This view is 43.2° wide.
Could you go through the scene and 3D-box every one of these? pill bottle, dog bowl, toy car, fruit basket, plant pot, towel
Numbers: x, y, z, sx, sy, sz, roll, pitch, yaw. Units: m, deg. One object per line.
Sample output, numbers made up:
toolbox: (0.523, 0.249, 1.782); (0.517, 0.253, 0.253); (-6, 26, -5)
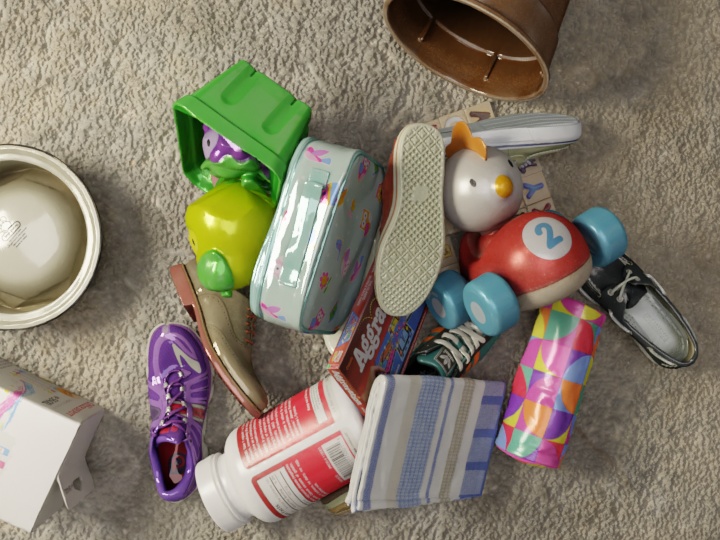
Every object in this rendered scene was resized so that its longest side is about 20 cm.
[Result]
pill bottle: (-0.077, 0.205, 1.008); (0.198, 0.112, 0.113); (-29, 91, 5)
dog bowl: (-0.381, -0.035, 1.017); (0.197, 0.074, 0.204); (0, 90, -3)
toy car: (0.146, -0.064, 0.969); (0.183, 0.176, 0.202); (-29, 102, -19)
fruit basket: (-0.139, -0.085, 0.962); (0.155, 0.216, 0.217); (35, 88, 3)
plant pot: (0.154, -0.327, 1.001); (0.198, 0.200, 0.200); (27, 80, -3)
towel: (0.075, 0.185, 0.986); (0.198, 0.024, 0.149); (7, 98, -40)

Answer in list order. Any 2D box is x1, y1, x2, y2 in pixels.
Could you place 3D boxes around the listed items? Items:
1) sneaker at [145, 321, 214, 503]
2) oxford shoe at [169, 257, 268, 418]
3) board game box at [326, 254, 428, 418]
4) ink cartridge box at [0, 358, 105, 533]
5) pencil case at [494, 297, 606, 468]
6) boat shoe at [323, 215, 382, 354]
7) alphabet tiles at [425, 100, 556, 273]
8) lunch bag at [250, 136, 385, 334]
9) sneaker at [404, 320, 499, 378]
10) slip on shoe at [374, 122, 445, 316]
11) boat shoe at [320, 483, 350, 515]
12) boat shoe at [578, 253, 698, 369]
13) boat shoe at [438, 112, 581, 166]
sneaker: (-0.204, 0.159, 1.021); (0.079, 0.083, 0.203); (-4, 89, -4)
oxford shoe: (-0.143, 0.066, 1.014); (0.074, 0.071, 0.202); (-27, 75, -8)
board game box: (0.029, 0.056, 0.989); (0.103, 0.019, 0.202); (54, 46, -36)
ink cartridge box: (-0.380, 0.183, 0.988); (0.198, 0.129, 0.127); (25, 88, -3)
pencil case: (0.219, 0.124, 1.048); (0.087, 0.088, 0.203); (18, 86, -3)
boat shoe: (0.003, 0.000, 1.041); (0.071, 0.060, 0.205); (7, 87, 24)
alphabet tiles: (0.140, -0.091, 1.080); (0.165, 0.008, 0.203); (-20, 91, -3)
lunch bag: (-0.042, -0.037, 0.942); (0.076, 0.160, 0.203); (17, 91, 19)
sneaker: (0.101, 0.098, 1.038); (0.200, 0.080, 0.071); (-44, 92, -6)
slip on shoe: (0.051, -0.053, 0.961); (0.073, 0.061, 0.203); (5, 92, -14)
boat shoe: (0.051, 0.233, 1.045); (0.198, 0.072, 0.077); (-30, 105, -2)
boat shoe: (0.320, 0.032, 1.062); (0.200, 0.060, 0.076); (43, 88, -2)
boat shoe: (0.157, -0.140, 1.053); (0.197, 0.072, 0.063); (-8, 113, 1)
